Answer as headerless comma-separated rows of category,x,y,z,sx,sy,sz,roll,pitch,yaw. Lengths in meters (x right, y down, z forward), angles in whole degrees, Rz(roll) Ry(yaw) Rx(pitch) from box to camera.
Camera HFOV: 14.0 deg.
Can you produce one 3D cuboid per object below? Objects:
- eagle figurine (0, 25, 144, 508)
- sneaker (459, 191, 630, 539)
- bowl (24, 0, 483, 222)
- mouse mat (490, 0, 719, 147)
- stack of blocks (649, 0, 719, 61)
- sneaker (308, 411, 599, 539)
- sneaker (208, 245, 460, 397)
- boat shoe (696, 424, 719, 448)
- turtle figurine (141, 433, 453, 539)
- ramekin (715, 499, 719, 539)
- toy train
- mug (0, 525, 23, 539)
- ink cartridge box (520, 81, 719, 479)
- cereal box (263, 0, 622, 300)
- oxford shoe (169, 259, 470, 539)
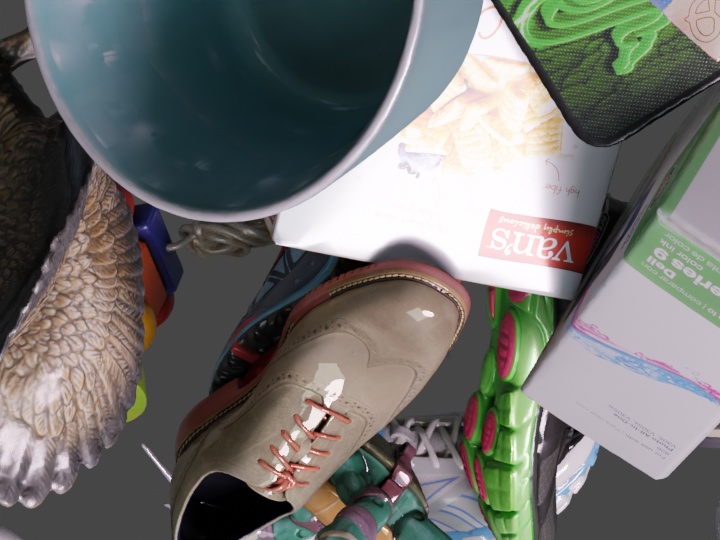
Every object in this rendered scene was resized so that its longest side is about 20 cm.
eagle figurine,-0.151,-0.012,1.294,0.152,0.200,0.151,1,149,-40
sneaker,0.100,0.054,1.432,0.084,0.077,0.200,1,114,-19
bowl,-0.028,-0.122,1.183,0.201,0.201,0.105,-39,162,33
mouse mat,0.136,-0.164,1.199,0.200,0.008,0.161,-32,95,14
stack of blocks,0.187,-0.178,1.154,0.115,0.059,0.200,40,104,0
sneaker,0.028,0.103,1.519,0.200,0.075,0.087,-24,126,22
sneaker,0.000,0.000,1.385,0.079,0.096,0.200,32,115,-17
boat shoe,0.248,0.068,1.485,0.200,0.073,0.063,-10,133,3
turtle figurine,-0.007,0.125,1.445,0.200,0.101,0.150,38,170,-9
ramekin,0.274,0.142,1.504,0.202,0.094,0.202,-7,164,-2
toy train,-0.113,0.023,1.396,0.200,0.116,0.085,-10,136,9
mug,-0.224,0.229,1.608,0.175,0.148,0.200,4,106,4
ink cartridge box,0.162,-0.014,1.294,0.087,0.145,0.200,32,153,2
cereal box,0.050,-0.095,1.271,0.144,0.040,0.200,10,106,-13
oxford shoe,-0.019,0.069,1.317,0.070,0.075,0.200,29,133,-17
